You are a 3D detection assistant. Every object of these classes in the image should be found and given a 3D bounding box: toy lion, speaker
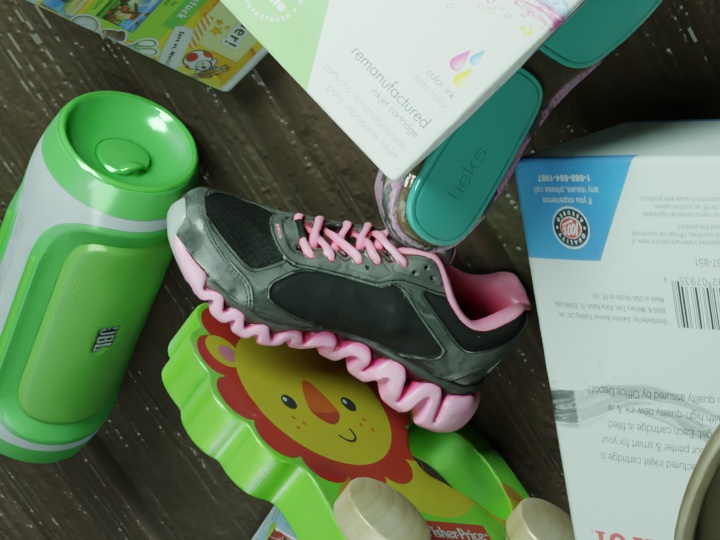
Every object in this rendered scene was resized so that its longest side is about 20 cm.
[{"bbox_3d":[-0.001,0.091,1.121,0.199,0.192,0.069,12,126,-44],"label":"toy lion"},{"bbox_3d":[-0.146,0.006,1.148,0.088,0.089,0.201,25,129,-1],"label":"speaker"}]

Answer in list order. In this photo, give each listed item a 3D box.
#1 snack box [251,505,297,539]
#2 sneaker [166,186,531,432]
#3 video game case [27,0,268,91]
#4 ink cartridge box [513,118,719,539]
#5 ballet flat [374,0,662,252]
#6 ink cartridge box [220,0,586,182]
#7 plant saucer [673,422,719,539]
[{"bbox_3d":[-0.008,0.224,1.272,0.168,0.068,0.200,31,130,-4],"label":"snack box"},{"bbox_3d":[0.000,0.000,1.092,0.199,0.079,0.095,27,124,-29],"label":"sneaker"},{"bbox_3d":[-0.075,-0.174,0.988,0.181,0.023,0.200,23,133,-32],"label":"video game case"},{"bbox_3d":[0.159,0.039,0.998,0.144,0.083,0.202,3,107,49],"label":"ink cartridge box"},{"bbox_3d":[0.068,-0.100,0.996,0.069,0.071,0.201,32,97,-34],"label":"ballet flat"},{"bbox_3d":[0.048,-0.148,0.919,0.117,0.067,0.200,45,99,0],"label":"ink cartridge box"},{"bbox_3d":[0.216,0.098,0.905,0.198,0.030,0.202,-5,115,-12],"label":"plant saucer"}]
